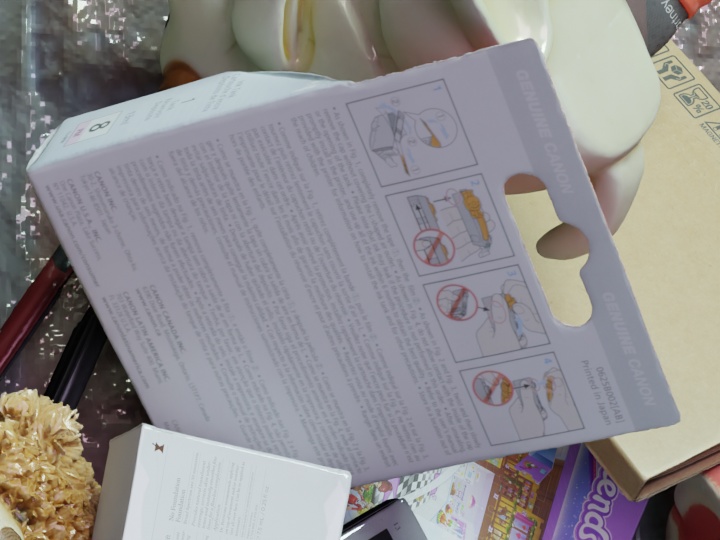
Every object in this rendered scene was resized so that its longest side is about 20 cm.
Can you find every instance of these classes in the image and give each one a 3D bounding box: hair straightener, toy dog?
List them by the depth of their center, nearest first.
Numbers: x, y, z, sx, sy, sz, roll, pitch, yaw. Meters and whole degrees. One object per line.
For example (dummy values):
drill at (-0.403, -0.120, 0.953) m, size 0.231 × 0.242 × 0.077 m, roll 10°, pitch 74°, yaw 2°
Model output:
toy dog at (0.011, -0.098, 0.924) m, size 0.140 × 0.199 × 0.194 m, roll -55°, pitch 130°, yaw -37°
hair straightener at (-0.091, 0.011, 0.972) m, size 0.077 × 0.041 × 0.200 m, roll 35°, pitch 64°, yaw -10°

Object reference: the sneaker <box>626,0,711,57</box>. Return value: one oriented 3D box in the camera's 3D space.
sneaker at (0.047, -0.147, 0.976) m, size 0.200 × 0.077 × 0.082 m, roll 38°, pitch 88°, yaw -3°

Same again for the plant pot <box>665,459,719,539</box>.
plant pot at (0.225, 0.135, 0.964) m, size 0.176 × 0.200 × 0.201 m, roll -7°, pitch 78°, yaw -8°

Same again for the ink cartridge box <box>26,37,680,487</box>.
ink cartridge box at (0.000, 0.000, 0.881) m, size 0.057 × 0.199 × 0.163 m, roll -72°, pitch 142°, yaw -58°

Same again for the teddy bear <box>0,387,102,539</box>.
teddy bear at (-0.193, 0.099, 0.877) m, size 0.199 × 0.067 × 0.146 m, roll 13°, pitch 80°, yaw 1°

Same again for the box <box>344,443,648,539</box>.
box at (0.037, 0.103, 0.982) m, size 0.136 × 0.039 × 0.201 m, roll 30°, pitch 69°, yaw -8°

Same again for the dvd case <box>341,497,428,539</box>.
dvd case at (-0.030, 0.197, 0.899) m, size 0.199 × 0.025 × 0.151 m, roll -29°, pitch 89°, yaw -23°

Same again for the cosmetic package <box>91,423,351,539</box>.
cosmetic package at (-0.064, 0.162, 0.853) m, size 0.082 × 0.051 × 0.201 m, roll 16°, pitch 74°, yaw -20°

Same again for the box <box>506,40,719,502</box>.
box at (0.115, -0.012, 0.995) m, size 0.163 × 0.021 × 0.200 m, roll -22°, pitch 60°, yaw -29°
